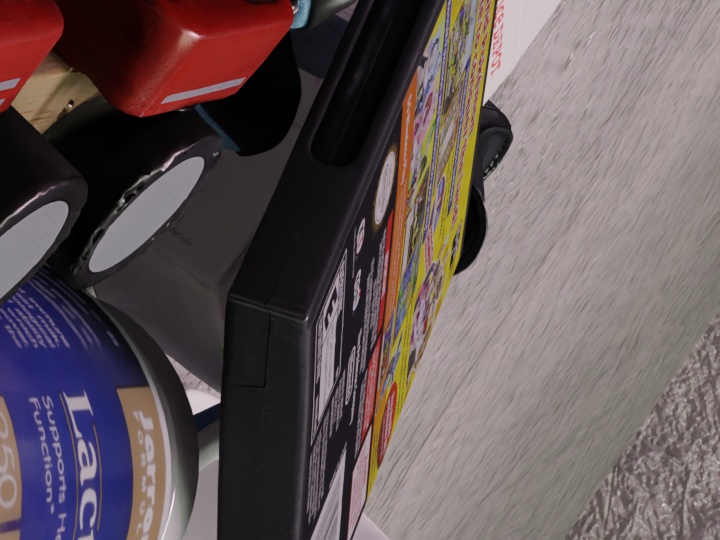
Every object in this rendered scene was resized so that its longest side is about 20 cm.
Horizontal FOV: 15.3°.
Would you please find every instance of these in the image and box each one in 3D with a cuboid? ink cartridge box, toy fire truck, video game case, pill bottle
[{"bbox_3d":[-0.007,-0.067,0.874,0.200,0.067,0.117,-51,166,-16],"label":"ink cartridge box"},{"bbox_3d":[-0.063,-0.100,0.502,0.200,0.129,0.176,-49,170,22],"label":"toy fire truck"},{"bbox_3d":[0.000,0.000,0.754,0.201,0.025,0.181,95,14,-53],"label":"video game case"},{"bbox_3d":[-0.112,0.050,0.636,0.116,0.115,0.200,-56,168,7],"label":"pill bottle"}]

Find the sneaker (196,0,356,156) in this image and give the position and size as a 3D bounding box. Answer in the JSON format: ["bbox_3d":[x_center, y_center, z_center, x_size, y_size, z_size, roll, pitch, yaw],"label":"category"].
[{"bbox_3d":[-0.028,-0.104,0.639,0.078,0.090,0.201,-47,163,-32],"label":"sneaker"}]

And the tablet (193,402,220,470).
[{"bbox_3d":[-0.116,0.093,0.832,0.130,0.014,0.200,-26,-175,44],"label":"tablet"}]

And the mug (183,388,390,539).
[{"bbox_3d":[-0.086,0.150,1.027,0.176,0.148,0.200,-49,138,6],"label":"mug"}]

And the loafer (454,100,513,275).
[{"bbox_3d":[0.020,-0.025,1.079,0.068,0.070,0.200,-60,167,25],"label":"loafer"}]
